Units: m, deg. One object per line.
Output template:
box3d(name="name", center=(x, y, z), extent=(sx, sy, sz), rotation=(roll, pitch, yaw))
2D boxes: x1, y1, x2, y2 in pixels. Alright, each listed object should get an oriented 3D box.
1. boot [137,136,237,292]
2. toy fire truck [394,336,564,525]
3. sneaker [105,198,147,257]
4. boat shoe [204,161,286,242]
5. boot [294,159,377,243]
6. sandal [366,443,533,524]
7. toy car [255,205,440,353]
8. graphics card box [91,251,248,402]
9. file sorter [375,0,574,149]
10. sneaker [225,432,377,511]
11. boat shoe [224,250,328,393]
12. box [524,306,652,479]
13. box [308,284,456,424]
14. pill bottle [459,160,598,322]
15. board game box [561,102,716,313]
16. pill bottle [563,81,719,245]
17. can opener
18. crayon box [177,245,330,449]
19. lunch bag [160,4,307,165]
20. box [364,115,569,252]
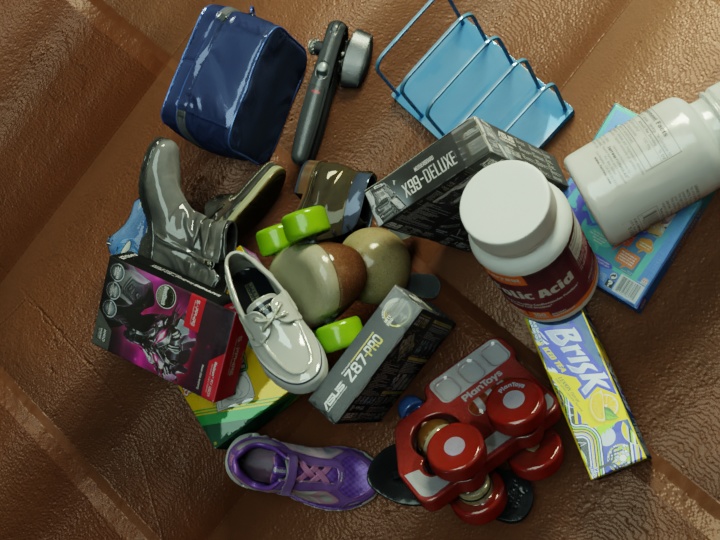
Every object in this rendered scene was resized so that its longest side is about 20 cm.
box3d(name="boot", center=(-0.214, -0.067, 1.366), extent=(0.131, 0.070, 0.201), rotation=(8, 102, 26))
box3d(name="toy fire truck", center=(0.126, 0.178, 1.219), extent=(0.200, 0.112, 0.168), rotation=(-35, 41, -8))
box3d(name="sneaker", center=(-0.302, -0.008, 1.452), extent=(0.089, 0.078, 0.201), rotation=(8, 76, 32))
box3d(name="boat shoe", center=(-0.179, -0.071, 1.413), extent=(0.065, 0.073, 0.200), rotation=(42, 95, 16))
box3d(name="boot", center=(-0.040, -0.044, 1.358), extent=(0.096, 0.075, 0.201), rotation=(4, 79, 23))
box3d(name="sandal", center=(0.104, 0.244, 1.253), extent=(0.199, 0.043, 0.076), rotation=(7, 68, 14))
box3d(name="toy car", center=(0.000, 0.000, 1.295), extent=(0.199, 0.158, 0.165), rotation=(-16, 87, -29))
box3d(name="graphics card box", center=(-0.237, 0.068, 1.335), extent=(0.199, 0.051, 0.126), rotation=(24, 108, 21))
box3d(name="file sorter", center=(0.136, -0.223, 1.304), extent=(0.139, 0.123, 0.200), rotation=(-47, 68, 5))
box3d(name="sneaker", center=(-0.074, 0.246, 1.294), extent=(0.199, 0.088, 0.081), rotation=(8, 79, 6))
box3d(name="boat shoe", center=(-0.102, 0.053, 1.210), extent=(0.072, 0.066, 0.200), rotation=(-28, 52, -4))
box3d(name="box", center=(0.260, 0.134, 1.221), extent=(0.070, 0.064, 0.201), rotation=(-24, 72, 13))
box3d(name="box", center=(0.031, 0.103, 1.235), extent=(0.049, 0.200, 0.161), rotation=(40, 95, 17))
box3d(name="pill bottle", center=(0.183, -0.030, 1.151), extent=(0.114, 0.200, 0.115), rotation=(-11, 63, 21))
box3d(name="board game box", center=(0.315, -0.074, 1.252), extent=(0.152, 0.045, 0.201), rotation=(33, 92, 23))
box3d(name="pill bottle", center=(0.336, -0.123, 1.168), extent=(0.199, 0.114, 0.115), rotation=(-30, 71, 11))
box3d(name="can opener", center=(-0.050, -0.233, 1.404), extent=(0.078, 0.063, 0.201), rotation=(20, 86, 21))
box3d(name="crayon box", center=(-0.162, 0.100, 1.380), extent=(0.172, 0.058, 0.200), rotation=(-39, 70, 9))
box3d(name="lunch bag", center=(-0.170, -0.255, 1.411), extent=(0.132, 0.136, 0.201), rotation=(20, 86, 21))
box3d(name="box", center=(0.125, -0.093, 1.221), extent=(0.157, 0.200, 0.050), rotation=(-34, 64, 28))
